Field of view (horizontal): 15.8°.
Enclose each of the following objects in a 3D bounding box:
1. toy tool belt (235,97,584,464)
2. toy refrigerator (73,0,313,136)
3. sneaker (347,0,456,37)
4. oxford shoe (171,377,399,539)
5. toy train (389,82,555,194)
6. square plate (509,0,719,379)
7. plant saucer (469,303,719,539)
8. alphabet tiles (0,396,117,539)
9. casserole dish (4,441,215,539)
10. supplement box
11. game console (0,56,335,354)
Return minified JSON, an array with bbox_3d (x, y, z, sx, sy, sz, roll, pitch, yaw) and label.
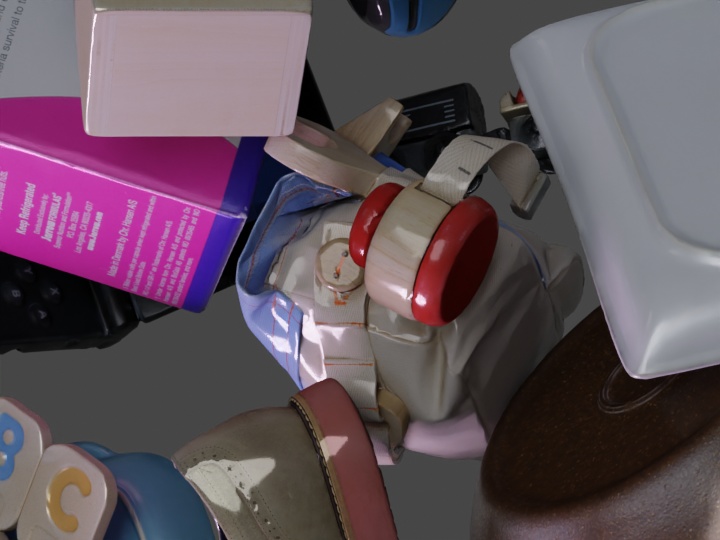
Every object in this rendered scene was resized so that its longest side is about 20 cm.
[{"bbox_3d":[0.000,0.000,0.951,0.122,0.200,0.125,26,80,19],"label":"toy tool belt"},{"bbox_3d":[-0.068,-0.141,0.939,0.075,0.070,0.201,-1,50,-11],"label":"toy refrigerator"},{"bbox_3d":[-0.006,-0.187,1.069,0.082,0.073,0.201,-21,73,40],"label":"sneaker"},{"bbox_3d":[-0.019,0.141,0.911,0.074,0.070,0.201,-16,101,-14],"label":"oxford shoe"},{"bbox_3d":[0.090,-0.067,1.023,0.199,0.034,0.046,-13,65,16],"label":"toy train"},{"bbox_3d":[0.165,-0.055,0.915,0.197,0.029,0.200,-14,40,-1],"label":"square plate"},{"bbox_3d":[0.110,0.047,0.914,0.200,0.201,0.037,-39,108,8],"label":"plant saucer"},{"bbox_3d":[-0.170,0.144,1.040,0.200,0.015,0.196,31,105,35],"label":"alphabet tiles"},{"bbox_3d":[-0.107,0.165,1.040,0.121,0.039,0.201,-19,75,15],"label":"casserole dish"},{"bbox_3d":[-0.133,-0.073,0.986,0.199,0.103,0.102,19,65,-6],"label":"supplement box"},{"bbox_3d":[-0.125,-0.080,1.056,0.116,0.175,0.201,-36,67,39],"label":"game console"}]
